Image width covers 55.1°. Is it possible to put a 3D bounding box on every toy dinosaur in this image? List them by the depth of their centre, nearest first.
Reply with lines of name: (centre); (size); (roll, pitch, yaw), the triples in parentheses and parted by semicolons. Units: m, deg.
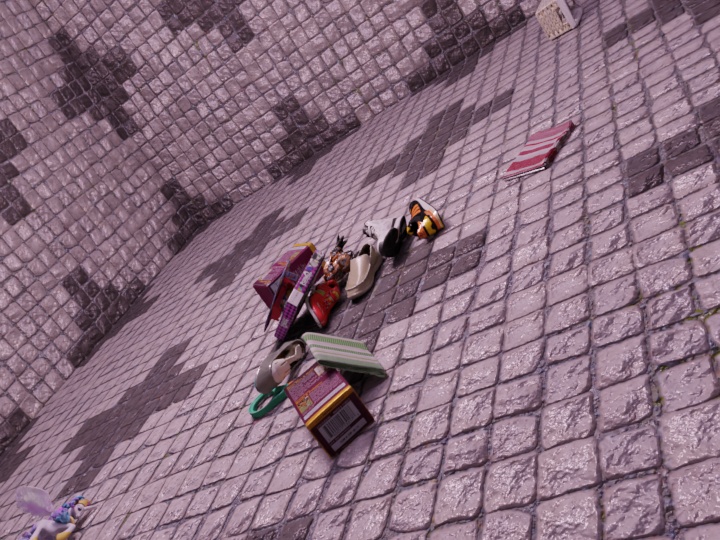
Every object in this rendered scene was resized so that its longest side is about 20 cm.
toy dinosaur: (-0.067, -0.017, 1.938); (0.197, 0.103, 0.137); (-13, 35, 49)

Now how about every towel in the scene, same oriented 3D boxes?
towel: (-0.040, 0.171, 1.428); (0.200, 0.148, 0.024); (-142, 66, -71)
towel: (0.460, -0.312, 1.790); (0.142, 0.023, 0.201); (-14, 31, 51)

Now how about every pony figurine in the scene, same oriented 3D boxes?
pony figurine: (-0.763, 0.627, 1.678); (0.186, 0.172, 0.201); (-2, 19, 0)

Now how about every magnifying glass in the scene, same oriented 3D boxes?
magnifying glass: (-0.179, 0.279, 1.585); (0.197, 0.023, 0.080); (-30, 20, 20)

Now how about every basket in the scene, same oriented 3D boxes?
basket: (0.755, -0.987, 2.624); (0.122, 0.137, 0.201); (-24, 23, 37)

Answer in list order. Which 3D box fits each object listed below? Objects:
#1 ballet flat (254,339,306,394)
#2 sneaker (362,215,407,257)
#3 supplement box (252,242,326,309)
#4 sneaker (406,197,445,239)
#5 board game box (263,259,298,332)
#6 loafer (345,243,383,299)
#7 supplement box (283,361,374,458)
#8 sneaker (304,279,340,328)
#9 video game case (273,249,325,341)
ballet flat: (-0.184, 0.219, 1.626); (0.062, 0.069, 0.200); (-21, 13, 26)
sneaker: (0.052, -0.087, 1.875); (0.112, 0.078, 0.201); (-3, 23, 21)
supplement box: (-0.213, 0.018, 2.107); (0.200, 0.104, 0.130); (-45, 21, -23)
sneaker: (0.153, -0.136, 1.860); (0.089, 0.071, 0.200); (-35, 21, -5)
board game box: (-0.206, 0.075, 1.841); (0.158, 0.038, 0.206); (-99, 28, -87)
loafer: (0.000, 0.000, 1.825); (0.074, 0.069, 0.202); (-24, 23, 31)
supplement box: (-0.065, 0.257, 1.332); (0.110, 0.087, 0.200); (-38, 19, -8)
sneaker: (-0.093, 0.076, 1.814); (0.083, 0.078, 0.201); (-26, 22, 13)
video game case: (-0.163, 0.068, 1.838); (0.184, 0.035, 0.201); (-64, 1, -34)
